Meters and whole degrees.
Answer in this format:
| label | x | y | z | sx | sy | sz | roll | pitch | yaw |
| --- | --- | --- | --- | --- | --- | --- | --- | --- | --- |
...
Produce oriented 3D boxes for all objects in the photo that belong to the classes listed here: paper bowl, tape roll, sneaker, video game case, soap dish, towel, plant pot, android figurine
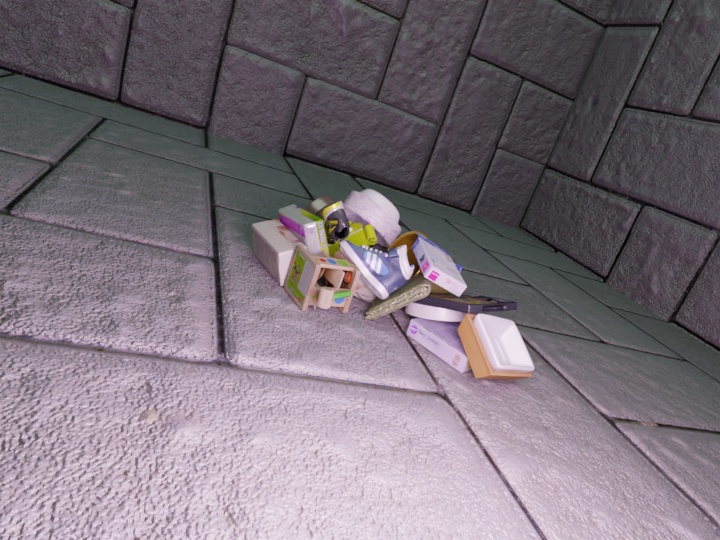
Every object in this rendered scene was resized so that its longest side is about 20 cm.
| label | x | y | z | sx | sy | sz | roll | pitch | yaw |
| --- | --- | --- | --- | --- | --- | --- | --- | --- | --- |
| paper bowl | 0.042 | -0.173 | 1.601 | 0.200 | 0.105 | 0.201 | 39 | -6 | 5 |
| tape roll | 0.223 | 0.106 | 1.437 | 0.198 | 0.038 | 0.203 | 5 | 5 | 0 |
| sneaker | -0.073 | -0.108 | 1.412 | 0.073 | 0.201 | 0.086 | -22 | 73 | -14 |
| video game case | 0.275 | 0.084 | 1.350 | 0.178 | 0.026 | 0.199 | 1 | 5 | -34 |
| sneaker | 0.052 | -0.037 | 1.384 | 0.201 | 0.146 | 0.081 | 48 | -14 | 10 |
| soap dish | 0.333 | 0.194 | 1.273 | 0.198 | 0.081 | 0.160 | 13 | 50 | -44 |
| towel | 0.107 | 0.069 | 1.376 | 0.037 | 0.198 | 0.148 | 59 | 20 | -7 |
| plant pot | -0.103 | -0.109 | 1.659 | 0.173 | 0.201 | 0.199 | 42 | 22 | 12 |
| android figurine | -0.037 | -0.073 | 1.503 | 0.041 | 0.179 | 0.202 | 56 | 14 | -39 |
| plant pot | 0.187 | 0.012 | 1.591 | 0.188 | 0.202 | 0.201 | 35 | 7 | -33 |

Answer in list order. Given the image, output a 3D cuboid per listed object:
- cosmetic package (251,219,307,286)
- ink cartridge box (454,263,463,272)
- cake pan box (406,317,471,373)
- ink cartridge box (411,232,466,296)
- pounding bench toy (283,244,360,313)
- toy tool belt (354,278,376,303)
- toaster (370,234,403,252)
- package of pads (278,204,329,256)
| label | x | y | z | sx | sy | sz | roll | pitch | yaw |
| --- | --- | --- | --- | --- | --- | --- | --- | --- | --- |
| cosmetic package | -0.225 | -0.055 | 1.429 | 0.086 | 0.105 | 0.200 | -15 | 35 | -27 |
| ink cartridge box | 0.244 | 0.012 | 1.757 | 0.196 | 0.121 | 0.042 | 13 | 17 | -21 |
| cake pan box | 0.243 | 0.185 | 1.372 | 0.199 | 0.053 | 0.183 | 33 | 19 | 32 |
| ink cartridge box | 0.204 | -0.020 | 1.378 | 0.118 | 0.042 | 0.201 | 28 | 24 | -21 |
| pounding bench toy | -0.076 | 0.041 | 1.309 | 0.154 | 0.126 | 0.200 | 8 | 22 | -36 |
| toy tool belt | 0.000 | 0.000 | 1.506 | 0.120 | 0.127 | 0.202 | 14 | 37 | -1 |
| toaster | 0.103 | -0.061 | 1.817 | 0.196 | 0.121 | 0.181 | 17 | 19 | -13 |
| package of pads | -0.160 | -0.086 | 1.456 | 0.067 | 0.157 | 0.199 | -20 | 27 | -24 |
